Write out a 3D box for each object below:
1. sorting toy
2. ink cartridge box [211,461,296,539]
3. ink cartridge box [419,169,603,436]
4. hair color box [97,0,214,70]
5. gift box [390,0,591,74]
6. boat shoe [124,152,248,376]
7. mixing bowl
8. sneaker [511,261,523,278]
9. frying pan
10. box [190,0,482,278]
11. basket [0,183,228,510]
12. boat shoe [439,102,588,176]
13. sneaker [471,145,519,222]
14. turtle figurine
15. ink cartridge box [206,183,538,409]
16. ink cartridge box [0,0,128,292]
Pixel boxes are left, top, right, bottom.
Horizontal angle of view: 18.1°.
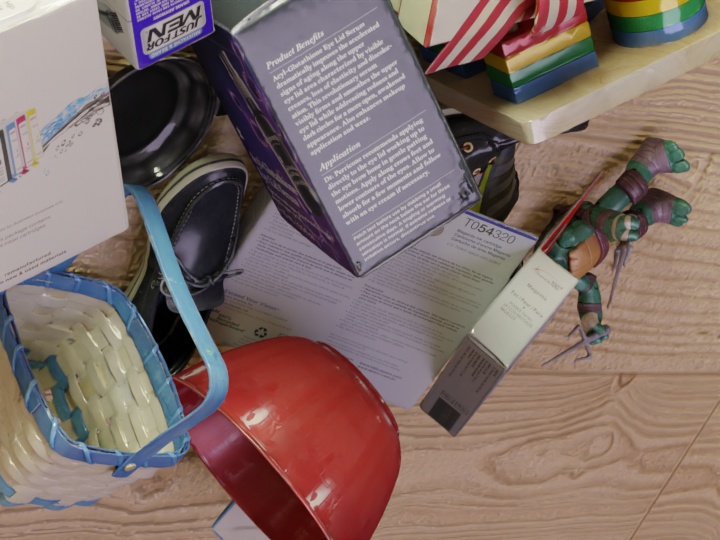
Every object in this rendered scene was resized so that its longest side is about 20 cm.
[{"bbox_3d":[0.148,-0.183,1.624,0.198,0.200,0.070,-26,117,-17],"label":"sorting toy"},{"bbox_3d":[-0.049,0.172,1.848,0.116,0.067,0.200,-49,180,7],"label":"ink cartridge box"},{"bbox_3d":[0.128,0.029,1.743,0.174,0.044,0.200,-48,174,-20],"label":"ink cartridge box"},{"bbox_3d":[-0.148,-0.232,1.346,0.065,0.109,0.200,-28,142,-23],"label":"hair color box"},{"bbox_3d":[0.068,-0.253,1.469,0.200,0.187,0.185,-23,140,-27],"label":"gift box"},{"bbox_3d":[-0.124,0.000,1.635,0.074,0.062,0.200,-6,135,-40],"label":"boat shoe"},{"bbox_3d":[-0.042,0.122,1.662,0.108,0.200,0.200,-41,145,-16],"label":"mixing bowl"},{"bbox_3d":[0.047,-0.005,1.797,0.200,0.076,0.116,-24,142,-21],"label":"sneaker"},{"bbox_3d":[-0.120,-0.120,1.554,0.190,0.031,0.115,-34,146,-18],"label":"frying pan"},{"bbox_3d":[-0.026,-0.118,1.490,0.104,0.148,0.200,-33,116,-10],"label":"box"},{"bbox_3d":[-0.183,0.060,1.559,0.139,0.177,0.200,4,144,-44],"label":"basket"},{"bbox_3d":[0.073,-0.099,1.662,0.201,0.074,0.063,-9,101,3],"label":"boat shoe"},{"bbox_3d":[0.092,-0.088,1.748,0.081,0.074,0.201,5,110,-56],"label":"sneaker"},{"bbox_3d":[0.202,-0.020,1.917,0.200,0.101,0.150,-44,163,-26],"label":"turtle figurine"},{"bbox_3d":[0.000,0.000,1.688,0.196,0.043,0.200,21,125,-20],"label":"ink cartridge box"},{"bbox_3d":[-0.243,-0.106,1.349,0.144,0.147,0.200,-27,141,-22],"label":"ink cartridge box"}]
